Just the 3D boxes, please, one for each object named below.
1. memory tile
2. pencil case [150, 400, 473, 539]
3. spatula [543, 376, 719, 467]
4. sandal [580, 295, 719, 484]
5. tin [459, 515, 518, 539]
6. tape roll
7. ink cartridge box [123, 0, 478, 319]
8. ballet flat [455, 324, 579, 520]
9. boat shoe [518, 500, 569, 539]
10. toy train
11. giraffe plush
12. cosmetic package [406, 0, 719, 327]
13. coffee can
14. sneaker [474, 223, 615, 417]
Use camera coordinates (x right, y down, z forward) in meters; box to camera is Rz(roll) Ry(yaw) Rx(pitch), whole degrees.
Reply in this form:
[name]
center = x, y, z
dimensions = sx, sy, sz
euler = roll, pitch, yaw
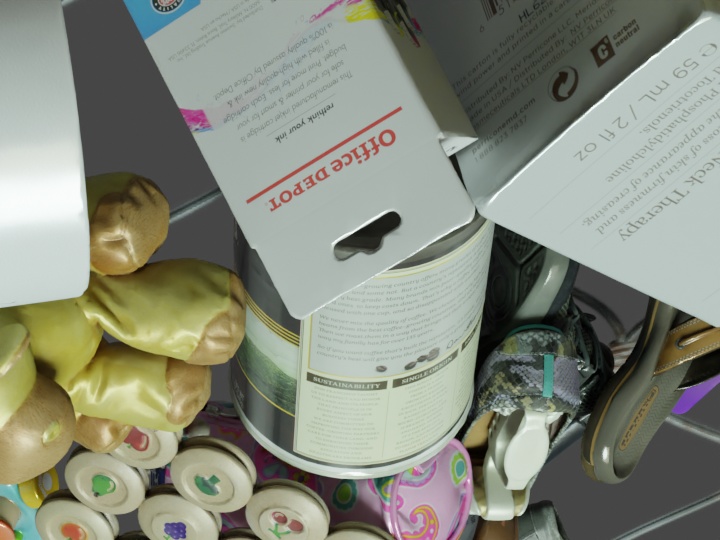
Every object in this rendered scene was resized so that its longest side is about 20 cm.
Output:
[memory tile]
center = -0.085, 0.159, 1.573
dimensions = 0.200, 0.017, 0.153
euler = 30, 133, -7
[pencil case]
center = -0.030, 0.126, 1.626
dimensions = 0.200, 0.088, 0.087
euler = 7, 158, 40
[spatula]
center = 0.161, 0.097, 1.774
dimensions = 0.200, 0.021, 0.056
euler = -32, 133, 21
[sandal]
center = 0.201, 0.046, 1.644
dimensions = 0.200, 0.055, 0.082
euler = -60, 147, -1
[tin]
center = 0.012, 0.198, 1.776
dimensions = 0.200, 0.112, 0.042
euler = -32, 129, 18
[tape roll]
center = -0.180, -0.082, 1.301
dimensions = 0.071, 0.203, 0.203
euler = -8, 141, -11
[ink cartridge box]
center = -0.023, -0.088, 1.347
dimensions = 0.115, 0.200, 0.068
euler = -30, 172, 18
[ballet flat]
center = 0.083, 0.110, 1.624
dimensions = 0.072, 0.072, 0.201
euler = -3, 148, -16
[boat shoe]
center = 0.144, 0.228, 1.886
dimensions = 0.063, 0.071, 0.200
euler = -22, 139, 10
[toy train]
center = -0.181, 0.125, 1.624
dimensions = 0.150, 0.056, 0.200
euler = 21, 136, -2
[giraffe plush]
center = -0.181, 0.039, 1.410
dimensions = 0.200, 0.162, 0.173
euler = 33, 125, -1
[cosmetic package]
center = 0.161, -0.106, 1.418
dimensions = 0.200, 0.167, 0.167
euler = 23, 127, -40
[coffee can]
center = 0.000, 0.000, 1.504
dimensions = 0.146, 0.147, 0.200
euler = -7, 140, -10
[sneaker]
center = 0.115, 0.030, 1.640
dimensions = 0.114, 0.076, 0.200
euler = -2, 142, -19
